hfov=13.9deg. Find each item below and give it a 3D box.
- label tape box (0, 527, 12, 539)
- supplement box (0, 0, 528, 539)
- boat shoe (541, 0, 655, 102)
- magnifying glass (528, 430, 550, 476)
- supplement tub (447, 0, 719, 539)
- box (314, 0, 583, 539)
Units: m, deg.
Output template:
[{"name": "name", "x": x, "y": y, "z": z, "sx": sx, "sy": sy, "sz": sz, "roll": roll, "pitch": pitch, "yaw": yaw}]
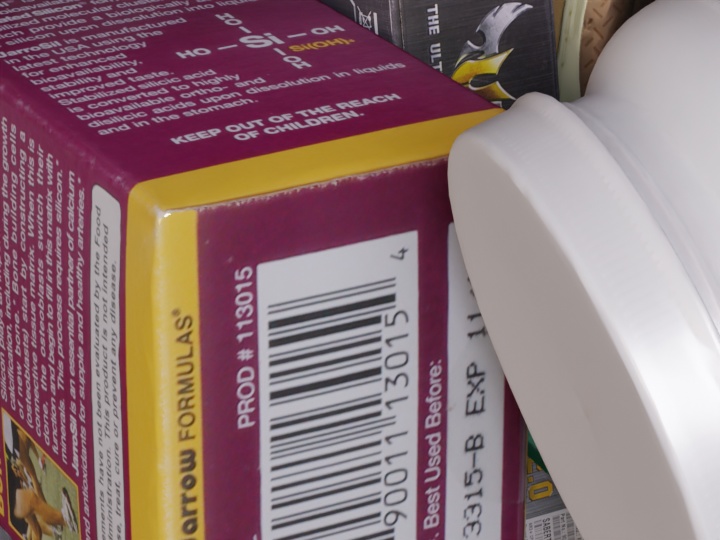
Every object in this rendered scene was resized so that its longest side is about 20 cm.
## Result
[{"name": "label tape box", "x": -0.127, "y": 0.135, "z": 0.996, "sx": 0.200, "sy": 0.066, "sz": 0.144, "roll": 35, "pitch": 122, "yaw": 22}, {"name": "supplement box", "x": -0.047, "y": 0.001, "z": 0.753, "sx": 0.200, "sy": 0.103, "sz": 0.132, "roll": 37, "pitch": 134, "yaw": 52}, {"name": "boat shoe", "x": 0.057, "y": -0.039, "z": 0.813, "sx": 0.076, "sy": 0.071, "sz": 0.201, "roll": 24, "pitch": 118, "yaw": 41}, {"name": "magnifying glass", "x": 0.074, "y": 0.053, "z": 0.782, "sx": 0.022, "sy": 0.079, "sz": 0.201, "roll": 22, "pitch": 138, "yaw": 52}, {"name": "supplement tub", "x": 0.133, "y": -0.012, "z": 0.604, "sx": 0.140, "sy": 0.199, "sz": 0.141, "roll": 156, "pitch": 90, "yaw": -82}, {"name": "box", "x": 0.000, "y": 0.000, "z": 0.831, "sx": 0.158, "sy": 0.048, "sz": 0.201, "roll": 23, "pitch": 121, "yaw": 60}]
